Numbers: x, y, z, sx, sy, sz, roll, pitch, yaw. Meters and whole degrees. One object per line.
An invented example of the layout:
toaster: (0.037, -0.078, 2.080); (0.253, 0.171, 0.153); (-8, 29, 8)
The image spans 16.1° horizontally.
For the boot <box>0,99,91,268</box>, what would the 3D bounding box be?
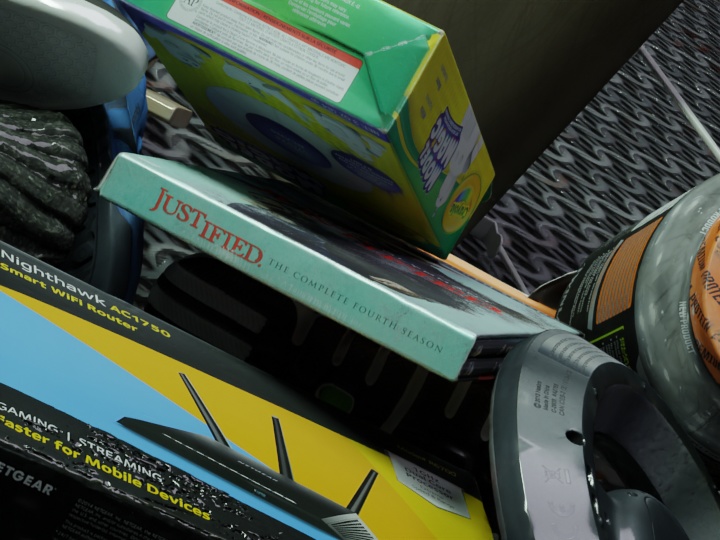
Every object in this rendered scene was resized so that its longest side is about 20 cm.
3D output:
boot: (-0.202, -0.074, 0.898); (0.158, 0.079, 0.211); (16, 26, -47)

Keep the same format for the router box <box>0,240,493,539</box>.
router box: (-0.047, 0.077, 0.820); (0.200, 0.051, 0.149); (28, 17, -18)

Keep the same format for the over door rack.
over door rack: (0.134, -0.026, 1.270); (0.067, 0.148, 0.200); (21, 22, -35)

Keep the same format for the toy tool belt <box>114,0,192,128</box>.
toy tool belt: (-0.147, -0.136, 1.083); (0.123, 0.125, 0.200); (52, 7, 36)

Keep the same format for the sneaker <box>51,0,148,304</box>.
sneaker: (-0.104, -0.050, 0.979); (0.078, 0.066, 0.200); (31, 32, -46)

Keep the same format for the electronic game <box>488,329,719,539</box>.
electronic game: (0.097, 0.115, 0.877); (0.200, 0.042, 0.200); (50, 27, -38)

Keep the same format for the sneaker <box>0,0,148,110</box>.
sneaker: (-0.147, -0.125, 0.949); (0.200, 0.099, 0.071); (16, -34, 28)

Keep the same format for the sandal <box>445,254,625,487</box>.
sandal: (0.082, 0.030, 1.137); (0.207, 0.059, 0.079); (26, 50, -10)

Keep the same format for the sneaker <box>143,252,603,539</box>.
sneaker: (0.017, 0.047, 0.987); (0.200, 0.076, 0.116); (34, 14, 3)

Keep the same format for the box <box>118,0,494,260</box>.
box: (-0.015, -0.065, 0.976); (0.117, 0.048, 0.200); (28, -7, 15)

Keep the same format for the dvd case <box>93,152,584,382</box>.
dvd case: (0.000, 0.000, 0.952); (0.146, 0.022, 0.200); (27, 5, 15)

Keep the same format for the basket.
basket: (0.048, -0.113, 1.253); (0.180, 0.200, 0.136); (43, 20, 29)

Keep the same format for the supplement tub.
supplement tub: (0.155, 0.025, 1.017); (0.123, 0.123, 0.200); (33, -11, -3)
